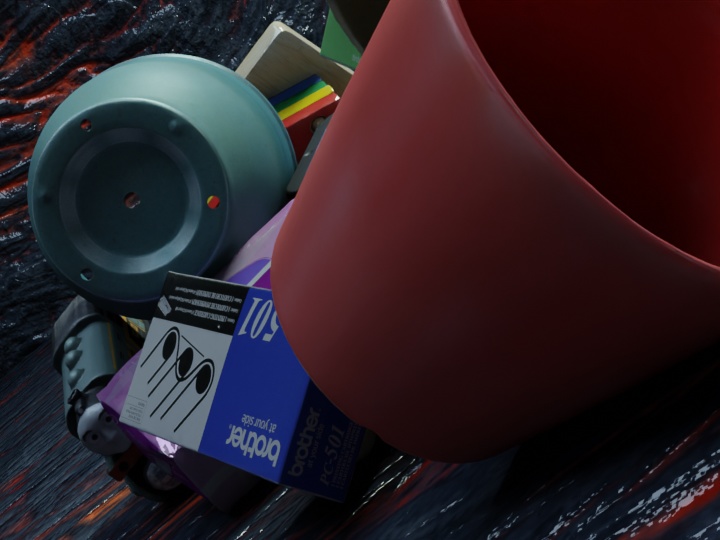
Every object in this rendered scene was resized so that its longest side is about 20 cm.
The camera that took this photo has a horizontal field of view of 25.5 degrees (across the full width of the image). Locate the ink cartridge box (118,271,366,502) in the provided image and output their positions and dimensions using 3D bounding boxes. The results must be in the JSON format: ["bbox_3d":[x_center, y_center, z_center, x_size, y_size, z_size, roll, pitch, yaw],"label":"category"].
[{"bbox_3d":[-0.061,0.058,0.863,0.199,0.044,0.095,7,78,58],"label":"ink cartridge box"}]

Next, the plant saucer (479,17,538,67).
[{"bbox_3d":[0.093,-0.068,0.768,0.200,0.200,0.030,-38,43,20],"label":"plant saucer"}]

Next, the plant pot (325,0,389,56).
[{"bbox_3d":[0.109,-0.183,0.874,0.184,0.200,0.200,-53,12,-17],"label":"plant pot"}]

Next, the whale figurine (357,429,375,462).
[{"bbox_3d":[0.001,0.024,0.902,0.159,0.104,0.201,-29,24,52],"label":"whale figurine"}]

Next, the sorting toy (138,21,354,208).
[{"bbox_3d":[-0.052,-0.078,1.377,0.199,0.199,0.070,-51,43,11],"label":"sorting toy"}]

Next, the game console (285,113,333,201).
[{"bbox_3d":[0.032,-0.116,1.189,0.176,0.031,0.200,-31,16,19],"label":"game console"}]

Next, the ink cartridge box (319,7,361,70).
[{"bbox_3d":[0.073,-0.214,0.995,0.087,0.144,0.202,30,111,53],"label":"ink cartridge box"}]

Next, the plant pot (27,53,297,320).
[{"bbox_3d":[-0.146,-0.055,1.122,0.200,0.200,0.188,-41,4,4],"label":"plant pot"}]

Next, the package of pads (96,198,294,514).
[{"bbox_3d":[-0.063,0.052,1.030,0.200,0.076,0.120,-45,37,-14],"label":"package of pads"}]

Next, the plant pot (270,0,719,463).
[{"bbox_3d":[0.064,-0.025,0.653,0.177,0.200,0.201,-47,4,38],"label":"plant pot"}]

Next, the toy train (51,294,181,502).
[{"bbox_3d":[-0.175,0.091,1.192,0.085,0.114,0.200,-50,24,12],"label":"toy train"}]
